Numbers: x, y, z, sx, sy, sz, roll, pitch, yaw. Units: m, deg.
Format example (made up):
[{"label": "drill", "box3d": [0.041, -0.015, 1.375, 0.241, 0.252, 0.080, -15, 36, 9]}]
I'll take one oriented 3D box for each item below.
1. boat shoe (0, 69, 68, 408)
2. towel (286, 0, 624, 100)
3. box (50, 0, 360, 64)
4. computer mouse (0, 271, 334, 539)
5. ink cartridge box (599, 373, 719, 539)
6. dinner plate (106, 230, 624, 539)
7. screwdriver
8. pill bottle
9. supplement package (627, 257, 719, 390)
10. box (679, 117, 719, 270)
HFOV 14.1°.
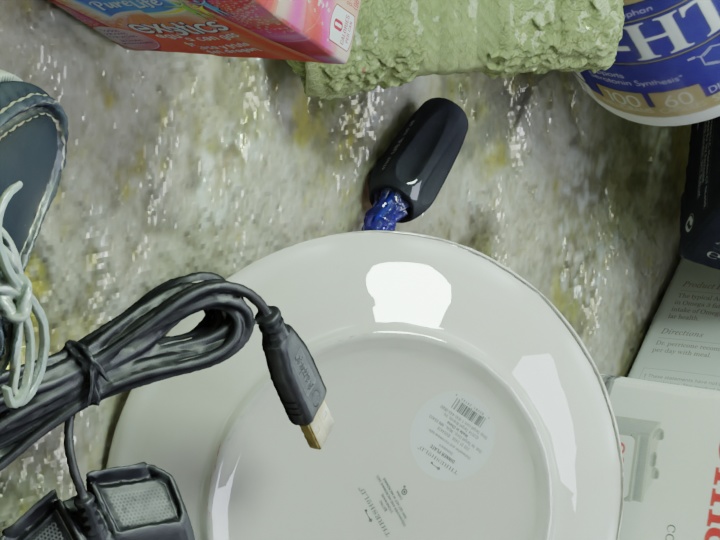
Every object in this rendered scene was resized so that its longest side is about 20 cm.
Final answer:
[{"label": "boat shoe", "box3d": [-0.133, 0.016, 0.887, 0.200, 0.061, 0.075, -58, 140, -39]}, {"label": "towel", "box3d": [0.035, -0.170, 1.105, 0.036, 0.147, 0.202, -139, -135, -70]}, {"label": "box", "box3d": [-0.045, -0.181, 0.974, 0.103, 0.094, 0.201, 30, 69, -58]}, {"label": "computer mouse", "box3d": [-0.067, 0.092, 1.004, 0.140, 0.046, 0.201, -31, 122, -16]}, {"label": "ink cartridge box", "box3d": [0.080, 0.113, 1.151, 0.083, 0.199, 0.148, 22, 77, -63]}, {"label": "dinner plate", "box3d": [0.005, 0.086, 1.057, 0.199, 0.024, 0.202, -2, 98, -16]}, {"label": "screwdriver", "box3d": [0.000, 0.000, 1.155, 0.201, 0.029, 0.028, -63, 145, -41]}, {"label": "pill bottle", "box3d": [0.113, -0.160, 1.240, 0.200, 0.119, 0.120, 49, 53, -52]}, {"label": "supplement package", "box3d": [0.227, 0.039, 1.492, 0.201, 0.116, 0.118, -60, 143, -34]}, {"label": "box", "box3d": [0.279, -0.071, 1.360, 0.199, 0.199, 0.124, 120, -17, -55]}]
